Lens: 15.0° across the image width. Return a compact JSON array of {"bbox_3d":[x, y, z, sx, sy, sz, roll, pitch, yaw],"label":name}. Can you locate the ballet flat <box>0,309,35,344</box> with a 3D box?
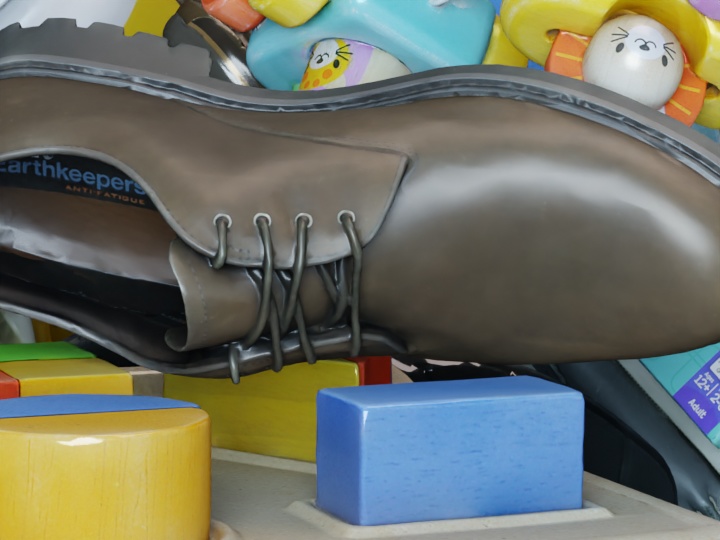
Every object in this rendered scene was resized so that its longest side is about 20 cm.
[{"bbox_3d":[-0.130,0.021,0.826,0.071,0.072,0.200,16,6,-1],"label":"ballet flat"}]

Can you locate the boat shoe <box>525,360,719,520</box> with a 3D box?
[{"bbox_3d":[0.055,0.028,0.887,0.200,0.062,0.073,47,5,26],"label":"boat shoe"}]

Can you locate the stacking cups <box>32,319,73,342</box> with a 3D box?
[{"bbox_3d":[-0.183,-0.017,1.051,0.199,0.061,0.060,18,4,26],"label":"stacking cups"}]

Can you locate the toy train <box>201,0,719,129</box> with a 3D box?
[{"bbox_3d":[0.054,-0.029,0.673,0.199,0.056,0.150,8,-26,22],"label":"toy train"}]

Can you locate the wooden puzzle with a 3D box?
[{"bbox_3d":[-0.031,0.042,0.614,0.184,0.047,0.200,-2,11,-23],"label":"wooden puzzle"}]

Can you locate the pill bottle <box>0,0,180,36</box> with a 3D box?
[{"bbox_3d":[-0.112,-0.065,1.078,0.112,0.113,0.200,20,-25,49],"label":"pill bottle"}]

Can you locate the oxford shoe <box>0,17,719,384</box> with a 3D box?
[{"bbox_3d":[-0.006,-0.001,0.604,0.199,0.073,0.085,5,31,13],"label":"oxford shoe"}]

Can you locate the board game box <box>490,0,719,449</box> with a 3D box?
[{"bbox_3d":[0.087,-0.009,0.827,0.200,0.045,0.152,51,8,32],"label":"board game box"}]

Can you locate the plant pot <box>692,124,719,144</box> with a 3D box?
[{"bbox_3d":[0.104,-0.026,1.031,0.134,0.202,0.200,-12,-9,25],"label":"plant pot"}]

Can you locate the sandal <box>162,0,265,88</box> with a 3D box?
[{"bbox_3d":[-0.026,-0.006,1.025,0.201,0.054,0.082,59,-7,-6],"label":"sandal"}]

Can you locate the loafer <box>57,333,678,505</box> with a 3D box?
[{"bbox_3d":[-0.005,0.050,0.775,0.199,0.073,0.072,16,-1,-21],"label":"loafer"}]
